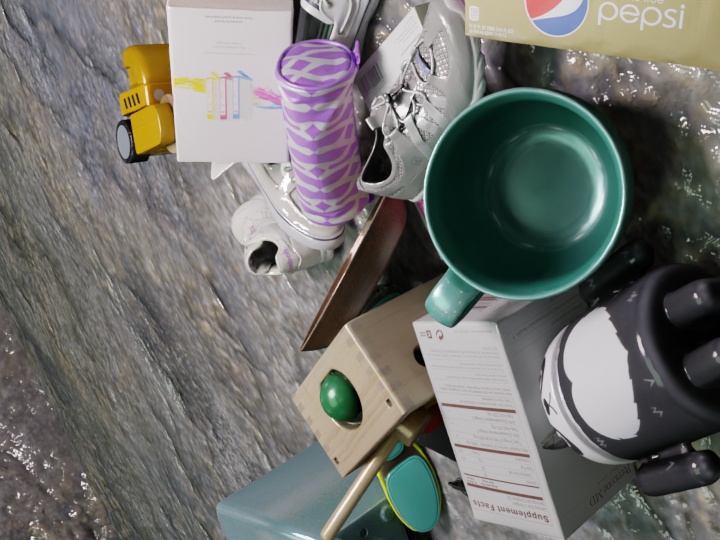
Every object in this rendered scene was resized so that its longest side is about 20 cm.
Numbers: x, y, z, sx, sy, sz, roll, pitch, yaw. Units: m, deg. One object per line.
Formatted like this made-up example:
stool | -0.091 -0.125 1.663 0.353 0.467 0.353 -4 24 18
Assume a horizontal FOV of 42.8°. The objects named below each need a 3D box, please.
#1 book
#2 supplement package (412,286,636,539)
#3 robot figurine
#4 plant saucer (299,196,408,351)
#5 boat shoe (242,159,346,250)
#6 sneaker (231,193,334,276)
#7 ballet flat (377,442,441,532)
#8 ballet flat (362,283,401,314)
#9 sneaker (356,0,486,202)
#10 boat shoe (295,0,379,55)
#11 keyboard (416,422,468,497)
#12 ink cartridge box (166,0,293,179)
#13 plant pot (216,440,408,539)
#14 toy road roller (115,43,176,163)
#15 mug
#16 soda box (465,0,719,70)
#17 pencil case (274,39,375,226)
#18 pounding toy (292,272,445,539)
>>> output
book | 0.071 -0.124 0.855 0.133 0.047 0.203 -32 82 59
supplement package | 0.149 0.117 0.833 0.116 0.116 0.204 -5 108 53
robot figurine | 0.219 0.073 0.693 0.124 0.152 0.200 33 147 -8
plant saucer | 0.000 0.000 0.934 0.036 0.202 0.201 27 143 -3
boat shoe | -0.079 -0.112 1.063 0.201 0.070 0.070 55 150 27
sneaker | -0.120 -0.042 1.135 0.198 0.099 0.076 16 126 52
ballet flat | 0.039 0.223 1.116 0.202 0.066 0.067 61 174 -18
ballet flat | -0.004 0.066 1.072 0.074 0.073 0.202 48 142 24
sneaker | 0.046 -0.131 0.757 0.203 0.080 0.075 102 152 -43
boat shoe | -0.024 -0.259 0.880 0.073 0.066 0.203 42 141 31
keyboard | 0.127 0.204 1.016 0.198 0.020 0.130 17 118 51
ink cartridge box | -0.136 -0.213 0.980 0.130 0.122 0.203 -97 10 -49
plant pot | -0.036 0.356 1.189 0.198 0.194 0.200 -9 104 56
toy road roller | -0.240 -0.222 1.176 0.198 0.121 0.150 0 101 56
mug | 0.122 -0.056 0.718 0.182 0.114 0.155 -20 91 24
soda box | 0.169 -0.182 0.602 0.197 0.068 0.065 16 126 30
pencil case | -0.033 -0.133 0.923 0.202 0.083 0.085 81 -172 -52
pounding toy | 0.029 0.136 0.930 0.143 0.198 0.185 53 141 15
